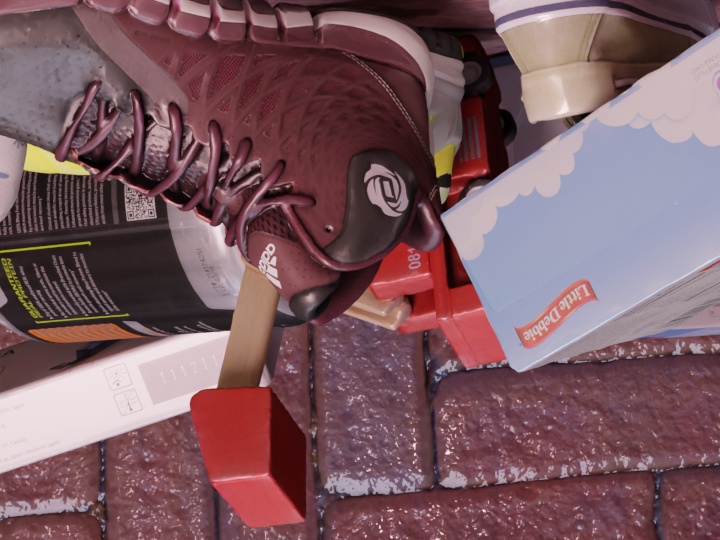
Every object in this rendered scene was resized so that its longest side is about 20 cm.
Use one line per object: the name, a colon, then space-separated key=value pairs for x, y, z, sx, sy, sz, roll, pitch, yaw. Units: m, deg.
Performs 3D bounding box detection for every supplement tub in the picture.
supplement tub: x=-0.109 y=-0.028 z=0.993 sx=0.200 sy=0.123 sz=0.123 roll=-5 pitch=177 yaw=33

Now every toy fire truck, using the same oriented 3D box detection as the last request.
toy fire truck: x=0.000 y=0.000 z=0.877 sx=0.141 sy=0.200 sz=0.049 roll=-13 pitch=147 yaw=13

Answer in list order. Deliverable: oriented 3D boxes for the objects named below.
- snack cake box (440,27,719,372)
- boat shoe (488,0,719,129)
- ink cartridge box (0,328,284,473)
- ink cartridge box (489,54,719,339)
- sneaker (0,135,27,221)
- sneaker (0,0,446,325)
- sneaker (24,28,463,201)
snack cake box: x=0.140 y=-0.042 z=0.716 sx=0.200 sy=0.067 sz=0.115 roll=-34 pitch=165 yaw=36
boat shoe: x=0.092 y=-0.078 z=0.796 sx=0.072 sy=0.062 sz=0.200 roll=-5 pitch=177 yaw=23
ink cartridge box: x=-0.138 y=0.047 z=1.100 sx=0.200 sy=0.045 sz=0.176 roll=-18 pitch=-166 yaw=8
ink cartridge box: x=0.151 y=-0.035 z=1.018 sx=0.200 sy=0.137 sz=0.076 roll=-1 pitch=178 yaw=-37
sneaker: x=-0.213 y=-0.051 z=0.736 sx=0.200 sy=0.087 sz=0.075 roll=-2 pitch=179 yaw=-10
sneaker: x=-0.052 y=-0.037 z=0.710 sx=0.200 sy=0.116 sz=0.076 roll=0 pitch=151 yaw=-27
sneaker: x=-0.056 y=-0.053 z=0.844 sx=0.200 sy=0.076 sz=0.075 roll=-5 pitch=178 yaw=20
